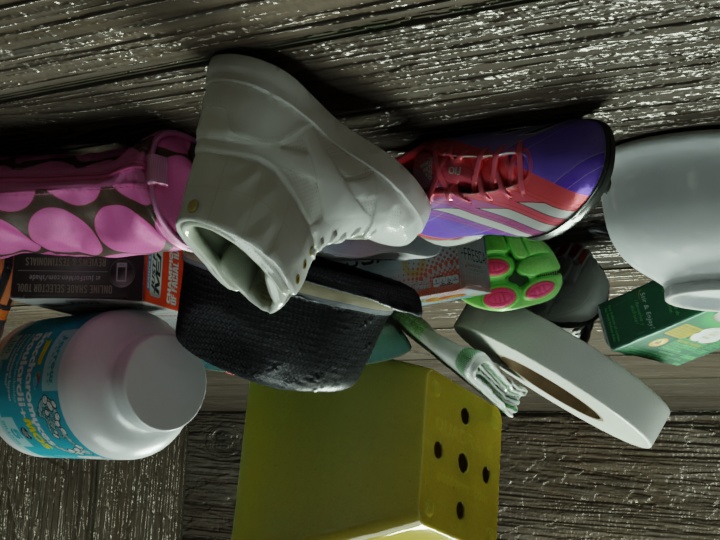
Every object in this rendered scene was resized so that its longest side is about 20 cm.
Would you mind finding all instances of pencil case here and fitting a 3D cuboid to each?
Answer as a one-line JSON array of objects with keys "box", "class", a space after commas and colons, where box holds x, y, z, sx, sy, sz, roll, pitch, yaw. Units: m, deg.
[{"box": [-0.192, -0.048, 0.936, 0.197, 0.092, 0.094, -4, 149, 23], "class": "pencil case"}]

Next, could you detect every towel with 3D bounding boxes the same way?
[{"box": [0.055, 0.048, 1.279, 0.199, 0.031, 0.149, 38, 177, 29], "class": "towel"}]

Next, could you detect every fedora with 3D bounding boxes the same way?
[{"box": [-0.059, 0.032, 1.006, 0.198, 0.093, 0.201, 15, -178, -1], "class": "fedora"}]

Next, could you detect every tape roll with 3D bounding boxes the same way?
[{"box": [0.172, 0.086, 1.225, 0.201, 0.037, 0.203, 32, 173, 4], "class": "tape roll"}]

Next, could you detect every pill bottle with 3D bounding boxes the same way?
[{"box": [-0.199, 0.087, 1.083, 0.110, 0.113, 0.199, 10, 168, -38], "class": "pill bottle"}]

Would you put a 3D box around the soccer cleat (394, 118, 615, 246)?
[{"box": [0.075, -0.056, 0.874, 0.072, 0.069, 0.199, 17, 166, -29], "class": "soccer cleat"}]

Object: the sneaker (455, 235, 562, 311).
[{"box": [0.075, -0.008, 1.172, 0.198, 0.078, 0.083, 4, -174, 28], "class": "sneaker"}]

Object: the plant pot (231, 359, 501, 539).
[{"box": [0.020, 0.182, 1.288, 0.175, 0.203, 0.199, -10, 153, 34], "class": "plant pot"}]

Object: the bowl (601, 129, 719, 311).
[{"box": [0.246, -0.024, 0.928, 0.198, 0.092, 0.201, 3, 170, 1], "class": "bowl"}]

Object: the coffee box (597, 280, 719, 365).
[{"box": [0.302, 0.016, 1.119, 0.199, 0.045, 0.122, -28, 155, 33], "class": "coffee box"}]

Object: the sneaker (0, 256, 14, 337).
[{"box": [-0.341, 0.007, 1.130, 0.077, 0.113, 0.199, 22, 174, -43], "class": "sneaker"}]

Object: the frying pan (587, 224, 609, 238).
[{"box": [0.285, -0.018, 1.158, 0.189, 0.031, 0.114, 8, 168, -44], "class": "frying pan"}]

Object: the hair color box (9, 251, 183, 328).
[{"box": [-0.181, 0.006, 1.130, 0.109, 0.065, 0.200, 1, 173, 14], "class": "hair color box"}]

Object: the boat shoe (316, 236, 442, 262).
[{"box": [-0.018, -0.035, 0.989, 0.065, 0.075, 0.199, -9, 164, 35], "class": "boat shoe"}]

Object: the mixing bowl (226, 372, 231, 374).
[{"box": [-0.085, 0.049, 1.408, 0.197, 0.110, 0.200, 2, 170, 0], "class": "mixing bowl"}]

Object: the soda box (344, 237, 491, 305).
[{"box": [0.000, 0.000, 1.125, 0.198, 0.069, 0.063, -10, 172, 26], "class": "soda box"}]

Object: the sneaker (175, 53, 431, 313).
[{"box": [-0.034, -0.026, 0.811, 0.073, 0.117, 0.199, 3, 161, 37], "class": "sneaker"}]

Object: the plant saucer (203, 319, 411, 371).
[{"box": [-0.055, 0.059, 1.233, 0.197, 0.028, 0.200, -4, -174, 0], "class": "plant saucer"}]

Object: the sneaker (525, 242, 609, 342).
[{"box": [0.181, 0.030, 1.239, 0.082, 0.077, 0.200, 40, 173, -12], "class": "sneaker"}]
